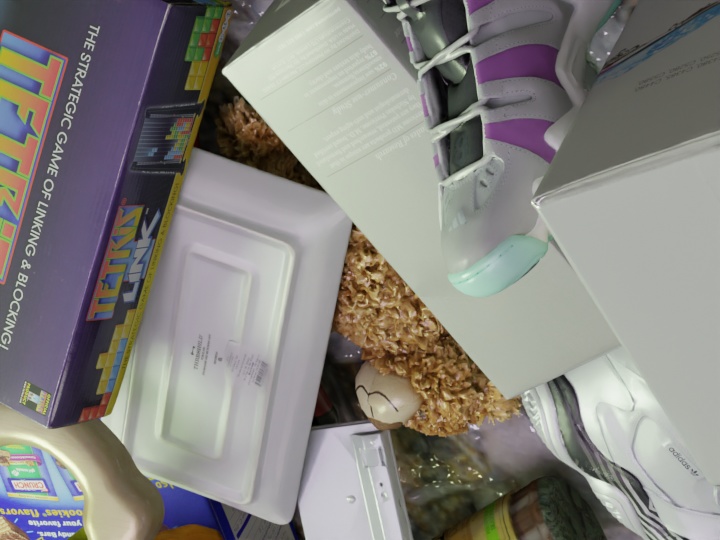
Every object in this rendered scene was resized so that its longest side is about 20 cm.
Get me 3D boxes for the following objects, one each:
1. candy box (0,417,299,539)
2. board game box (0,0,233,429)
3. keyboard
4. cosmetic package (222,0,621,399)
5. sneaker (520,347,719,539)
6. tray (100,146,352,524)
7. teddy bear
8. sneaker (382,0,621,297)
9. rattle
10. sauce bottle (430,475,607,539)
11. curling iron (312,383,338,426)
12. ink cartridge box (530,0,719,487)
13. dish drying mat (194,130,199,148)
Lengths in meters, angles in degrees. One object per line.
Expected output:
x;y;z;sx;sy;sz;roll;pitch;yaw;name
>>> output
-0.133;0.117;1.342;0.168;0.077;0.201;-2;124;26;candy box
-0.163;-0.054;1.148;0.165;0.057;0.201;24;105;27;board game box
0.008;0.172;1.246;0.056;0.011;0.202;-7;100;28;keyboard
0.047;-0.056;1.088;0.200;0.107;0.090;45;133;-15;cosmetic package
0.174;0.086;1.158;0.200;0.075;0.115;43;136;-6;sneaker
-0.070;0.036;1.191;0.107;0.022;0.201;18;128;9;tray
0.000;0.000;1.184;0.144;0.067;0.201;7;129;27;teddy bear
0.029;-0.097;0.983;0.139;0.201;0.078;31;142;-23;sneaker
-0.172;0.091;1.232;0.199;0.143;0.131;27;122;17;rattle
0.031;0.176;1.275;0.199;0.065;0.065;-34;108;20;sauce bottle
-0.069;0.012;1.254;0.049;0.026;0.201;-21;113;16;curling iron
0.185;-0.047;0.957;0.145;0.200;0.147;-18;117;37;ink cartridge box
-0.111;-0.067;1.201;0.076;0.018;0.201;17;126;25;dish drying mat
